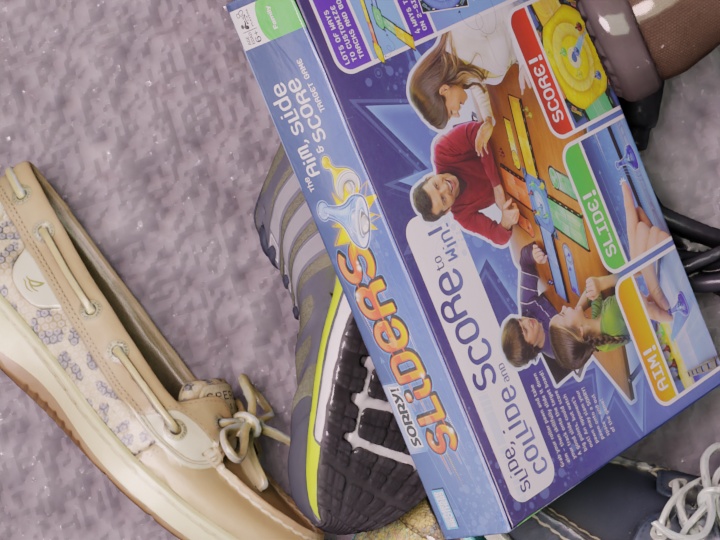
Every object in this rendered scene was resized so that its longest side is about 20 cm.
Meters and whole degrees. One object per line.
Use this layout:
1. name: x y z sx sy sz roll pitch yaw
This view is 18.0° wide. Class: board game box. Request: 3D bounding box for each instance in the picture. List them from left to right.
1. board game box: 0.046 -0.024 0.805 0.135 0.034 0.201 -27 98 -42

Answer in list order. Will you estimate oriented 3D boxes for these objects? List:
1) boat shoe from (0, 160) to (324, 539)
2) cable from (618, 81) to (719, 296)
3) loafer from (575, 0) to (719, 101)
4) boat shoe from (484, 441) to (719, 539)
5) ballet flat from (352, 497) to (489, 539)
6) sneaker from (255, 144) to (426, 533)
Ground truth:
1. boat shoe: -0.082 0.043 0.864 0.200 0.073 0.063 42 91 6
2. cable: 0.155 -0.081 0.875 0.163 0.051 0.200 42 89 5
3. loafer: 0.106 -0.151 0.844 0.071 0.073 0.201 -17 57 11
4. boat shoe: 0.135 0.106 0.839 0.199 0.062 0.075 28 45 3
5. ballet flat: 0.064 0.169 0.853 0.071 0.071 0.200 -37 82 -1
6. sneaker: 0.000 0.000 0.852 0.074 0.081 0.201 21 69 -36
